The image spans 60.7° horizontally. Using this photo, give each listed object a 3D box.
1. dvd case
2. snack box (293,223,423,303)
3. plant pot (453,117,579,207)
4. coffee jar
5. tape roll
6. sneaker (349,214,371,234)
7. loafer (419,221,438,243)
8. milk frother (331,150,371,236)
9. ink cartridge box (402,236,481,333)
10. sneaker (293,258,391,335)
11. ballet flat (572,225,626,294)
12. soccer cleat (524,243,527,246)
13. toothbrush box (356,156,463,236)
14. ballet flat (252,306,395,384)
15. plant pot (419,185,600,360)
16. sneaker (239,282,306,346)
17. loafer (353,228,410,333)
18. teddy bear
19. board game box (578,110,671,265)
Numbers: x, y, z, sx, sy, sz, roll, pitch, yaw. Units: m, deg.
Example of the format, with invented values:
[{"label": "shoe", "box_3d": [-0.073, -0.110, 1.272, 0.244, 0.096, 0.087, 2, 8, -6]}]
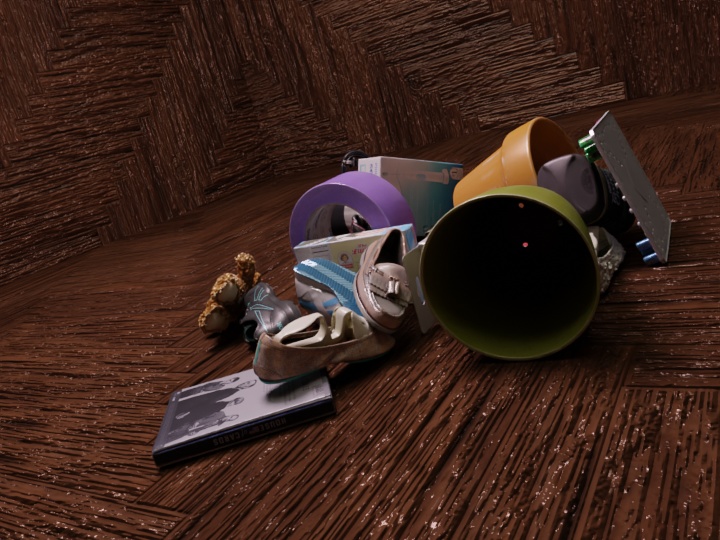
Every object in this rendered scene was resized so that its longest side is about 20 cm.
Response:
[{"label": "dvd case", "box_3d": [-0.133, 0.155, 0.725, 0.199, 0.025, 0.150, -16, 15, -4]}, {"label": "snack box", "box_3d": [0.000, 0.000, 0.964, 0.199, 0.117, 0.037, -7, 17, 28]}, {"label": "plant pot", "box_3d": [0.269, -0.133, 1.066, 0.183, 0.201, 0.200, -22, 7, 42]}, {"label": "coffee jar", "box_3d": [0.336, -0.108, 0.910, 0.085, 0.105, 0.200, -18, -12, 37]}, {"label": "tape roll", "box_3d": [-0.013, -0.058, 1.025, 0.199, 0.201, 0.085, -6, 17, 32]}, {"label": "sneaker", "box_3d": [-0.012, -0.048, 1.147, 0.200, 0.116, 0.076, 0, 22, 45]}, {"label": "loafer", "box_3d": [0.149, -0.062, 1.110, 0.069, 0.075, 0.200, -7, 14, 28]}, {"label": "milk frother", "box_3d": [0.025, -0.178, 1.417, 0.180, 0.201, 0.188, -23, 17, -40]}, {"label": "ink cartridge box", "box_3d": [0.146, -0.005, 0.839, 0.068, 0.116, 0.200, -4, 20, 39]}, {"label": "sneaker", "box_3d": [-0.020, 0.052, 0.892, 0.076, 0.081, 0.200, -23, 36, -32]}, {"label": "ballet flat", "box_3d": [0.319, -0.025, 0.834, 0.072, 0.072, 0.200, -7, 17, 28]}, {"label": "soccer cleat", "box_3d": [0.195, -0.034, 0.969, 0.199, 0.073, 0.068, -18, 15, -7]}, {"label": "toothbrush box", "box_3d": [0.097, -0.140, 1.202, 0.199, 0.147, 0.085, -2, 6, -32]}, {"label": "ballet flat", "box_3d": [-0.035, 0.081, 0.733, 0.200, 0.068, 0.068, -11, 18, -39]}, {"label": "plant pot", "box_3d": [0.188, -0.024, 0.722, 0.186, 0.188, 0.200, -8, 18, 27]}, {"label": "sneaker", "box_3d": [-0.155, 0.070, 0.953, 0.079, 0.076, 0.200, -25, 17, -22]}, {"label": "loafer", "box_3d": [0.034, 0.003, 0.817, 0.063, 0.072, 0.200, -55, 16, 24]}, {"label": "teddy bear", "box_3d": [-0.228, 0.041, 1.045, 0.067, 0.145, 0.200, 20, 25, 1]}, {"label": "board game box", "box_3d": [0.384, -0.124, 0.881, 0.026, 0.200, 0.200, -28, 5, 35]}]
